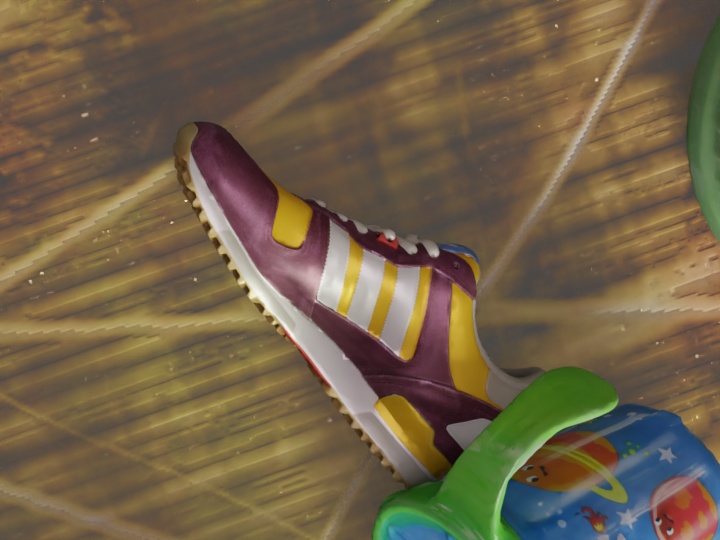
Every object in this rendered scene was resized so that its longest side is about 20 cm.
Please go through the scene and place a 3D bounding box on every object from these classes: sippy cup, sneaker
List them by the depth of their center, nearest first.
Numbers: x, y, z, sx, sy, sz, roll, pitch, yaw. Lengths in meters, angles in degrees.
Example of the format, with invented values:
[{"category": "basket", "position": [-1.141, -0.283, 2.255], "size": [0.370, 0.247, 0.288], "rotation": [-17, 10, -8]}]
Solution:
[{"category": "sippy cup", "position": [0.096, 0.128, 1.089], "size": [0.130, 0.178, 0.140], "rotation": [-30, 78, -25]}, {"category": "sneaker", "position": [0.000, 0.000, 1.098], "size": [0.090, 0.075, 0.200], "rotation": [-37, 108, 1]}]

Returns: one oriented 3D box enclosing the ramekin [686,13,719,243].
[{"category": "ramekin", "position": [0.251, -0.058, 1.077], "size": [0.199, 0.098, 0.201], "rotation": [-6, 114, -14]}]
